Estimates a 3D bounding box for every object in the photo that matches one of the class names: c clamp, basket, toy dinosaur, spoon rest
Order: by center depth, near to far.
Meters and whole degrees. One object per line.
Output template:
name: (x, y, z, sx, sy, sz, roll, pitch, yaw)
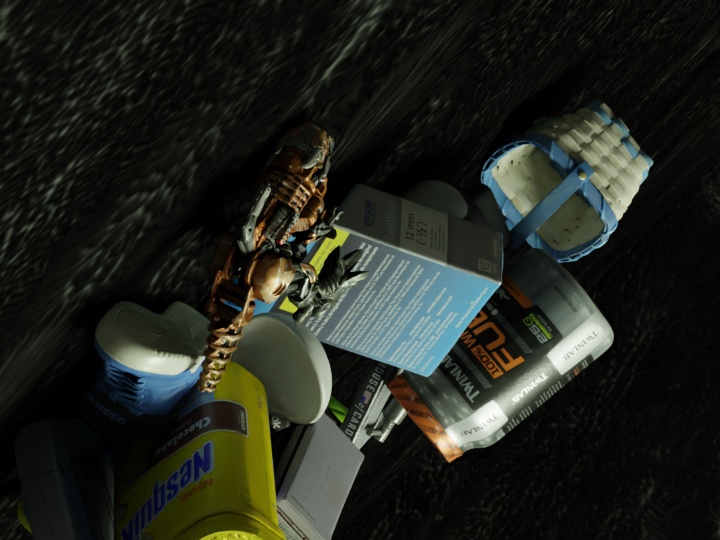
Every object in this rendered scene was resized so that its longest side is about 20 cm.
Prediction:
toy dinosaur: (-0.073, -0.012, 1.456, 0.200, 0.102, 0.136, -44, 164, 8)
spoon rest: (-0.088, 0.081, 1.664, 0.061, 0.100, 0.200, -27, -167, -28)
basket: (0.181, -0.067, 1.996, 0.200, 0.139, 0.176, -47, -175, -27)
c clamp: (0.073, 0.093, 2.007, 0.200, 0.027, 0.171, -55, 174, -5)

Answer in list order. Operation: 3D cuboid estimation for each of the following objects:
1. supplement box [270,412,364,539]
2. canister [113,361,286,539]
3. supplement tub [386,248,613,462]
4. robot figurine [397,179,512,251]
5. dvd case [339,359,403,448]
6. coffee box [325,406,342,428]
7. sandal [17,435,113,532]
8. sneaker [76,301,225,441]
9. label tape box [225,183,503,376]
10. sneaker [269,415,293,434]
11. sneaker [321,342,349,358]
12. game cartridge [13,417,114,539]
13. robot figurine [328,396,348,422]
supplement box: (-0.100, 0.203, 1.663, 0.200, 0.061, 0.109, -26, -154, 36)
canister: (-0.132, 0.181, 1.567, 0.148, 0.087, 0.200, -38, -147, 21)
supplement tub: (0.130, 0.083, 1.891, 0.200, 0.123, 0.123, -40, 169, -3)
robot figurine: (0.050, -0.003, 1.838, 0.200, 0.125, 0.150, -36, 162, -32)
dvd case: (0.029, 0.103, 1.992, 0.151, 0.025, 0.200, -65, 171, 17)
coffee box: (-0.085, 0.136, 1.934, 0.080, 0.113, 0.200, -43, 170, -1)
sandal: (-0.225, 0.180, 1.726, 0.087, 0.079, 0.200, -51, 175, 25)
sneaker: (-0.173, 0.084, 1.508, 0.111, 0.077, 0.200, -54, 174, 8)
label tape box: (0.000, 0.000, 1.670, 0.143, 0.200, 0.066, 125, -21, -44)
sneaker: (-0.116, 0.134, 1.740, 0.200, 0.071, 0.098, 17, 141, -35)
sneaker: (0.023, 0.023, 1.996, 0.200, 0.070, 0.082, -40, 165, -10)
game cartridge: (-0.217, 0.215, 1.572, 0.041, 0.200, 0.133, -19, 172, 15)
robot figurine: (-0.082, 0.204, 2.197, 0.200, 0.116, 0.176, -26, 152, -53)
